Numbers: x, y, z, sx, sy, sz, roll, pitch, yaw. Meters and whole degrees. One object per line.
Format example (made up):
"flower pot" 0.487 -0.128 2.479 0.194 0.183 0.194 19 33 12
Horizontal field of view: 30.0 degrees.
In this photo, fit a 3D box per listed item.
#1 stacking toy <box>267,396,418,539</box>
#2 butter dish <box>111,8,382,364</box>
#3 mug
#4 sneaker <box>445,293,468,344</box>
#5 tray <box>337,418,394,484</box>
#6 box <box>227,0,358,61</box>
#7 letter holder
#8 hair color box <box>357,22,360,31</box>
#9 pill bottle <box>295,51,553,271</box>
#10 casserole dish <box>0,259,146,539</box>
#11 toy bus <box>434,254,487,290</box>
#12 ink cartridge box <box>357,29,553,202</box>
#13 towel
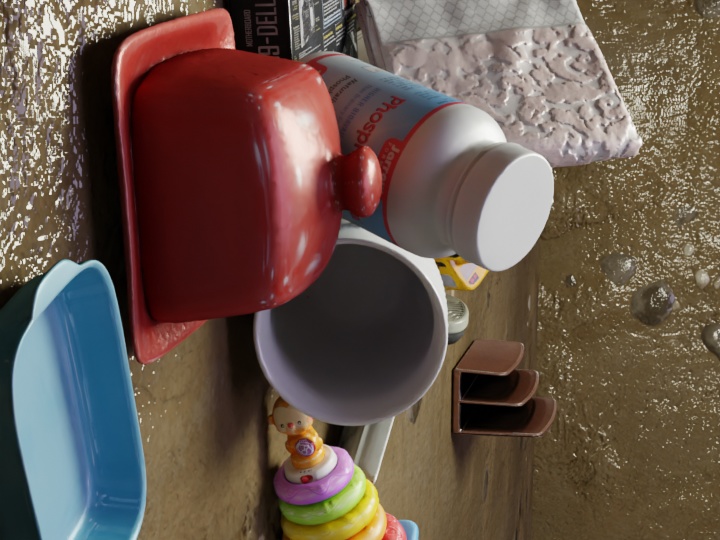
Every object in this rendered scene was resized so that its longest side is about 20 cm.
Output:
"stacking toy" -0.031 0.187 1.133 0.110 0.116 0.201 -70 146 -58
"butter dish" -0.059 -0.057 0.843 0.200 0.147 0.200 -49 140 -69
"mug" 0.000 0.000 1.073 0.175 0.147 0.201 -81 -179 -75
"sneaker" 0.037 0.071 1.243 0.200 0.075 0.107 -163 -104 -65
"tray" 0.002 0.160 1.313 0.107 0.022 0.200 -54 -170 38
"box" -0.049 -0.204 1.059 0.200 0.050 0.158 -56 145 -65
"letter holder" 0.227 0.178 2.051 0.200 0.142 0.101 -36 127 -72
"hair color box" 0.081 -0.189 1.275 0.060 0.200 0.100 -35 131 -40
"pill bottle" 0.030 -0.074 0.930 0.109 0.200 0.109 -28 131 -37
"casserole dish" -0.157 0.088 0.697 0.121 0.039 0.201 -64 154 -59
"toy bus" 0.054 -0.029 1.197 0.065 0.200 0.078 -50 123 -27
"ink cartridge box" 0.070 -0.123 1.216 0.085 0.200 0.146 -42 140 -33
"towel" 0.110 -0.162 1.104 0.032 0.199 0.192 107 -29 -58
